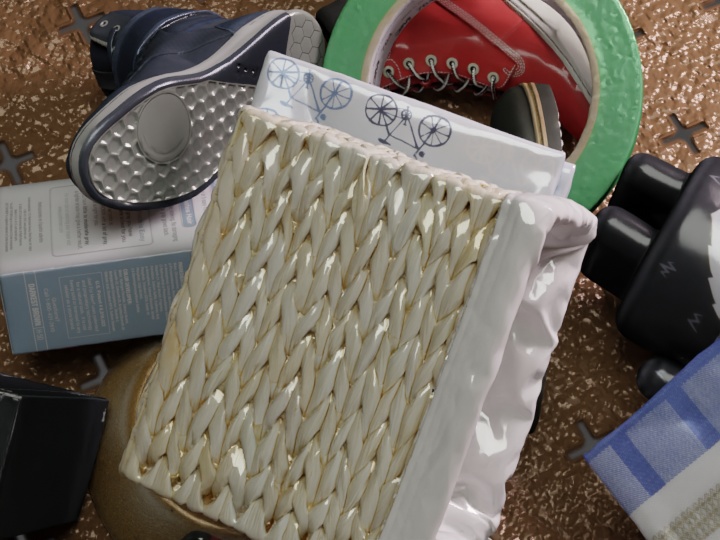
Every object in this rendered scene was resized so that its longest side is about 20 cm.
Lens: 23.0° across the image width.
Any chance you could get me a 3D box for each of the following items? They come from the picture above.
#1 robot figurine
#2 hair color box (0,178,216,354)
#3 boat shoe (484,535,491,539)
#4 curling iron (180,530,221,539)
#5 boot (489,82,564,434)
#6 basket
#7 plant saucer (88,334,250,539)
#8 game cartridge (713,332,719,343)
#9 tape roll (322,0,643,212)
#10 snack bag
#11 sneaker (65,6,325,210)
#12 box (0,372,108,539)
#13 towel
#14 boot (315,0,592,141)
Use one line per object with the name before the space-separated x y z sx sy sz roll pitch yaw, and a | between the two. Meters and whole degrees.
robot figurine | 0.230 0.011 1.044 0.199 0.125 0.151 30 106 9
hair color box | -0.114 -0.013 1.061 0.197 0.061 0.099 -8 35 -6
boat shoe | 0.089 0.204 0.974 0.200 0.060 0.076 41 94 16
curling iron | -0.021 0.199 0.983 0.198 0.026 0.050 22 105 0
boot | 0.042 -0.013 1.019 0.137 0.077 0.203 5 82 -4
basket | 0.006 0.039 0.876 0.159 0.198 0.202 19 95 13
plant saucer | -0.064 0.094 1.039 0.198 0.036 0.202 1 61 -2
game cartridge | 0.240 0.109 0.978 0.132 0.042 0.202 13 102 2
tape roll | 0.076 -0.110 1.097 0.198 0.048 0.203 0 89 9
snack bag | 0.000 0.000 0.986 0.187 0.021 0.202 21 88 7
sneaker | -0.135 -0.102 1.080 0.145 0.078 0.202 10 34 38
box | -0.226 0.086 0.936 0.139 0.200 0.080 11 86 5
towel | 0.230 0.127 0.913 0.147 0.024 0.200 -41 72 5
boot | 0.066 -0.123 1.153 0.144 0.073 0.200 -39 71 -11
